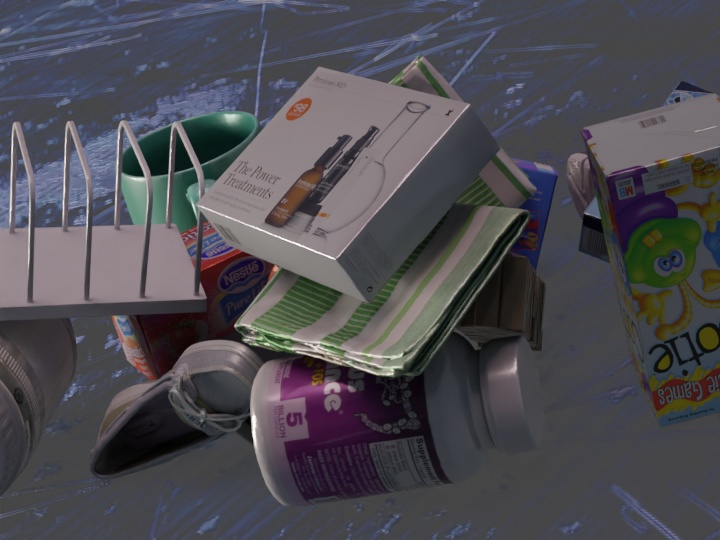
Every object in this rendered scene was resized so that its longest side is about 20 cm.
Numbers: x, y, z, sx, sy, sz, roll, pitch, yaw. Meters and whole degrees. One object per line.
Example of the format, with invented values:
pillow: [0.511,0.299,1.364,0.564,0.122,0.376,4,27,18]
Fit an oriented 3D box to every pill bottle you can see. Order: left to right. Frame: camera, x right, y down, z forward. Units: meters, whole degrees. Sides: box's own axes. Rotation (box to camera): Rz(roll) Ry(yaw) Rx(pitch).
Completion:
pill bottle: [0.029,0.104,1.400,0.198,0.113,0.112,-11,24,15]

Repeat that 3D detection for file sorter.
file sorter: [-0.233,-0.047,1.590,0.198,0.126,0.139,-2,29,-17]

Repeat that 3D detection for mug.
mug: [-0.161,-0.067,1.904,0.151,0.115,0.185,-4,27,25]

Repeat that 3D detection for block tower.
block tower: [0.107,0.025,1.458,0.053,0.058,0.200,5,-7,9]

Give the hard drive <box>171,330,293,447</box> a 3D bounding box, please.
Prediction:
hard drive: [-0.056,0.086,1.596,0.139,0.033,0.200,-26,25,-20]

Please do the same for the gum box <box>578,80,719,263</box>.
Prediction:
gum box: [0.294,-0.057,1.553,0.169,0.045,0.200,22,47,20]

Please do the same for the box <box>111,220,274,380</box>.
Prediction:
box: [-0.119,0.014,1.718,0.199,0.096,0.100,-26,26,-20]

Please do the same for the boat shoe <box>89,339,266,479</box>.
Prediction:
boat shoe: [-0.141,0.113,1.509,0.201,0.074,0.065,-23,28,42]

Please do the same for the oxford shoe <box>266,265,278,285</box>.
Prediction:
oxford shoe: [0.000,0.000,1.663,0.073,0.072,0.199,29,31,33]

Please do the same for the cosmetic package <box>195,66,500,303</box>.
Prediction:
cosmetic package: [-0.013,-0.068,1.413,0.151,0.052,0.199,-48,34,-16]

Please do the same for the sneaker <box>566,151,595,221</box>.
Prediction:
sneaker: [0.268,-0.061,1.665,0.111,0.078,0.200,-22,34,-22]

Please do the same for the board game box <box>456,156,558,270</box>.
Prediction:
board game box: [0.049,-0.037,1.568,0.198,0.136,0.045,12,11,-2]

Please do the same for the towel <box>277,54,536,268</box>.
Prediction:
towel: [0.022,-0.051,1.528,0.200,0.153,0.023,-42,6,4]

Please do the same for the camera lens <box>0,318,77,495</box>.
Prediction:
camera lens: [-0.332,0.095,1.604,0.159,0.161,0.200,-11,24,13]

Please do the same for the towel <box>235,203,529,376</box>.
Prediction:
towel: [0.010,0.004,1.382,0.199,0.023,0.153,9,55,51]

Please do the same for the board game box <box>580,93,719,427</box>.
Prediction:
board game box: [0.236,-0.007,1.391,0.104,0.201,0.103,-15,23,2]
